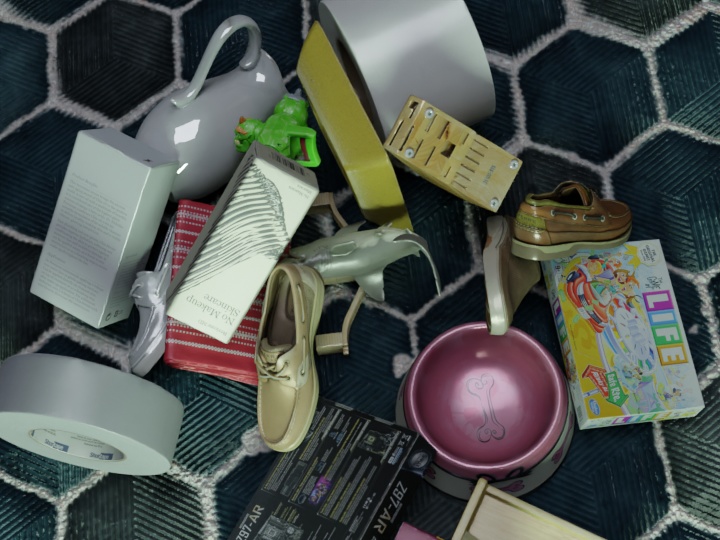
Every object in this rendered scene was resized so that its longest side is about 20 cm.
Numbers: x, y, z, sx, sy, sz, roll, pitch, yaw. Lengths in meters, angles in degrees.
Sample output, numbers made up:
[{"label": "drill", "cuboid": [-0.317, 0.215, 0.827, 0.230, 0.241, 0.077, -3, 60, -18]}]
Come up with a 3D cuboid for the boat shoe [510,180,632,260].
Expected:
[{"label": "boat shoe", "cuboid": [0.241, -0.061, 1.446, 0.072, 0.199, 0.068, 18, 112, 36]}]

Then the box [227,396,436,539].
[{"label": "box", "cuboid": [-0.034, 0.241, 1.377, 0.160, 0.044, 0.201, 13, 65, 42]}]

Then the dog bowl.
[{"label": "dog bowl", "cuboid": [0.134, 0.144, 1.424, 0.199, 0.074, 0.201, -2, 67, 4]}]

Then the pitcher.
[{"label": "pitcher", "cuboid": [-0.176, -0.189, 1.545, 0.200, 0.172, 0.121, -42, 51, -13]}]

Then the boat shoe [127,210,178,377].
[{"label": "boat shoe", "cuboid": [-0.225, 0.022, 1.500, 0.068, 0.072, 0.201, 30, 70, -16]}]

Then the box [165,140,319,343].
[{"label": "box", "cuboid": [-0.127, -0.030, 1.403, 0.082, 0.068, 0.201, 26, 106, -16]}]

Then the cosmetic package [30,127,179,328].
[{"label": "cosmetic package", "cuboid": [-0.290, -0.049, 1.496, 0.101, 0.071, 0.201, 27, 108, 15]}]

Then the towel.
[{"label": "towel", "cuboid": [-0.148, 0.026, 1.495, 0.144, 0.022, 0.201, 13, 65, -24]}]

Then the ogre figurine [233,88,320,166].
[{"label": "ogre figurine", "cuboid": [-0.093, -0.122, 1.500, 0.098, 0.120, 0.200, 29, 49, 21]}]

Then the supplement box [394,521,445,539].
[{"label": "supplement box", "cuboid": [0.080, 0.334, 1.279, 0.130, 0.200, 0.104, 24, 71, 14]}]

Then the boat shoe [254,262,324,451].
[{"label": "boat shoe", "cuboid": [-0.086, 0.092, 1.408, 0.071, 0.064, 0.201, 2, 86, 29]}]

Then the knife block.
[{"label": "knife block", "cuboid": [0.093, -0.127, 1.467, 0.199, 0.175, 0.064, 28, 91, -24]}]

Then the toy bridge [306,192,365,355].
[{"label": "toy bridge", "cuboid": [-0.025, 0.003, 1.525, 0.067, 0.027, 0.201, -7, 66, 1]}]

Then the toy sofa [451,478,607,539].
[{"label": "toy sofa", "cuboid": [0.191, 0.295, 1.340, 0.199, 0.098, 0.083, 23, 72, 15]}]

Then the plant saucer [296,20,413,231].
[{"label": "plant saucer", "cuboid": [-0.013, -0.151, 1.497, 0.048, 0.200, 0.201, -25, 67, 0]}]

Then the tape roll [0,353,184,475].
[{"label": "tape roll", "cuboid": [-0.289, 0.154, 1.392, 0.199, 0.200, 0.067, 8, 67, 9]}]

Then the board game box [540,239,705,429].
[{"label": "board game box", "cuboid": [0.284, 0.067, 1.448, 0.134, 0.034, 0.201, -5, 66, -11]}]

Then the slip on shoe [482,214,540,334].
[{"label": "slip on shoe", "cuboid": [0.166, 0.001, 1.443, 0.060, 0.076, 0.200, -1, 26, 8]}]

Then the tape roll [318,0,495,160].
[{"label": "tape roll", "cuboid": [0.053, -0.243, 1.528, 0.138, 0.203, 0.203, -23, 67, -4]}]

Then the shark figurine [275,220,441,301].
[{"label": "shark figurine", "cuboid": [0.022, -0.006, 1.461, 0.214, 0.128, 0.090, -5, 106, 38]}]
